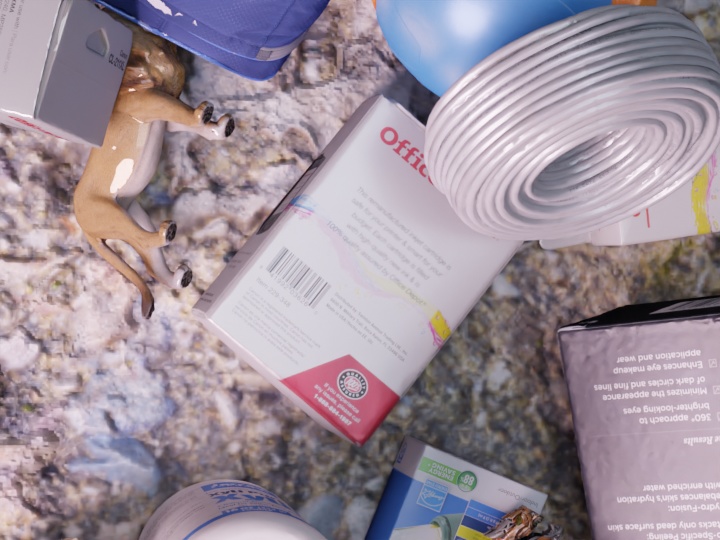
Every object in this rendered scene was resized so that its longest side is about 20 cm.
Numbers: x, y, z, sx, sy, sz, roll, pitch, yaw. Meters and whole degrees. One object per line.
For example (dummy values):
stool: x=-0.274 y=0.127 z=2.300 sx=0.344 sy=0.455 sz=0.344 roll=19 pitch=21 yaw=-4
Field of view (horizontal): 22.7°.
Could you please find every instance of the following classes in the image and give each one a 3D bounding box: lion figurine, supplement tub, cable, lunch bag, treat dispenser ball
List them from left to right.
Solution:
lion figurine: x=-0.159 y=-0.079 z=1.231 sx=0.122 sy=0.072 sz=0.201 roll=21 pitch=94 yaw=22
lunch bag: x=-0.109 y=-0.228 z=1.202 sx=0.199 sy=0.132 sz=0.136 roll=28 pitch=51 yaw=-9
supplement tub: x=-0.081 y=0.213 z=1.188 sx=0.131 sy=0.200 sz=0.133 roll=0 pitch=92 yaw=-12
treat dispenser ball: x=0.104 y=-0.206 z=1.220 sx=0.200 sy=0.201 sz=0.202 roll=0 pitch=91 yaw=-12
cable: x=0.140 y=-0.090 z=1.158 sx=0.199 sy=0.200 sz=0.069 roll=-16 pitch=66 yaw=-14

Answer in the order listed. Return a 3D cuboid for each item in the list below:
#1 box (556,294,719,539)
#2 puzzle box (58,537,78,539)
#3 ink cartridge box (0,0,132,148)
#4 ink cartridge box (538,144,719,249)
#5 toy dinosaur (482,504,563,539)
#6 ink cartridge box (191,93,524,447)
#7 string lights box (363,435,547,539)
box: x=0.262 y=0.119 z=1.253 sx=0.117 sy=0.196 sz=0.201 roll=-13 pitch=95 yaw=-55
puzzle box: x=-0.169 y=0.270 z=1.206 sx=0.025 sy=0.133 sz=0.200 roll=-37 pitch=98 yaw=-31
ink cartridge box: x=-0.264 y=-0.146 z=1.139 sx=0.199 sy=0.146 sz=0.083 roll=15 pitch=89 yaw=10
ink cartridge box: x=0.227 y=-0.082 z=1.316 sx=0.199 sy=0.067 sz=0.117 roll=-9 pitch=94 yaw=-12
toy dinosaur: x=0.095 y=0.268 z=1.239 sx=0.135 sy=0.102 sz=0.201 roll=26 pitch=104 yaw=-1
ink cartridge box: x=0.000 y=0.000 z=1.260 sx=0.148 sy=0.086 sz=0.200 roll=41 pitch=81 yaw=-11
string lights box: x=0.046 y=0.232 z=1.287 sx=0.102 sy=0.059 sz=0.201 roll=23 pitch=86 yaw=-14
